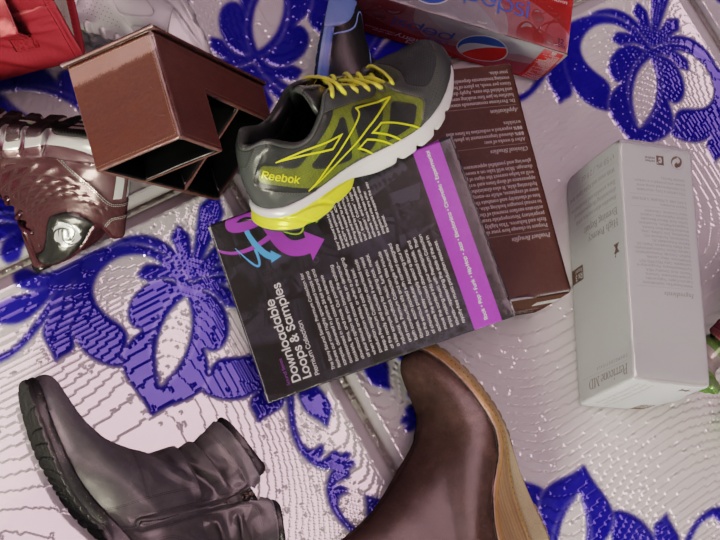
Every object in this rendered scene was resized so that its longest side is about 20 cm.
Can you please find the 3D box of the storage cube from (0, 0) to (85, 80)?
[{"bbox_3d":[-0.311,-0.235,0.847,0.178,0.171,0.202,-14,73,-1],"label":"storage cube"}]

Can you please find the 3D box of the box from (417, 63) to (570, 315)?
[{"bbox_3d":[0.092,-0.062,1.006,0.099,0.075,0.202,-7,74,-19],"label":"box"}]

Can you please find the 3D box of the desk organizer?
[{"bbox_3d":[-0.125,-0.107,0.882,0.071,0.200,0.078,-19,82,15],"label":"desk organizer"}]

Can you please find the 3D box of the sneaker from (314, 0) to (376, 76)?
[{"bbox_3d":[-0.001,-0.124,0.994,0.077,0.070,0.202,4,81,-5],"label":"sneaker"}]

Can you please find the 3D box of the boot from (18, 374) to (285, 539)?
[{"bbox_3d":[-0.148,0.140,0.878,0.131,0.070,0.201,-31,97,-24],"label":"boot"}]

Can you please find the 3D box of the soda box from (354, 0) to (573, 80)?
[{"bbox_3d":[0.081,-0.229,1.057,0.198,0.063,0.071,14,71,-13],"label":"soda box"}]

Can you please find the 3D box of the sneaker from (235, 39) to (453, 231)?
[{"bbox_3d":[-0.008,-0.113,0.896,0.200,0.085,0.074,-44,47,-20],"label":"sneaker"}]

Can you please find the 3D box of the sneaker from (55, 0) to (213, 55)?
[{"bbox_3d":[-0.201,-0.198,0.962,0.200,0.078,0.099,42,73,8],"label":"sneaker"}]

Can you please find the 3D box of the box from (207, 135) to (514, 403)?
[{"bbox_3d":[0.000,0.000,0.929,0.198,0.036,0.144,-19,86,3],"label":"box"}]

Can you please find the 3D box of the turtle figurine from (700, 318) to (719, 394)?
[{"bbox_3d":[0.364,0.038,1.007,0.199,0.144,0.195,32,83,40],"label":"turtle figurine"}]

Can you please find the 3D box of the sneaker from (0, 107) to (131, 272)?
[{"bbox_3d":[-0.261,-0.057,0.898,0.198,0.076,0.117,7,110,10],"label":"sneaker"}]

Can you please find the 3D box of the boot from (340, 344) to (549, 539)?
[{"bbox_3d":[0.040,0.170,0.918,0.166,0.072,0.201,-27,87,-25],"label":"boot"}]

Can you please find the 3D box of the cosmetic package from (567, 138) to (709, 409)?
[{"bbox_3d":[0.225,0.006,1.012,0.073,0.102,0.202,6,71,-15],"label":"cosmetic package"}]
